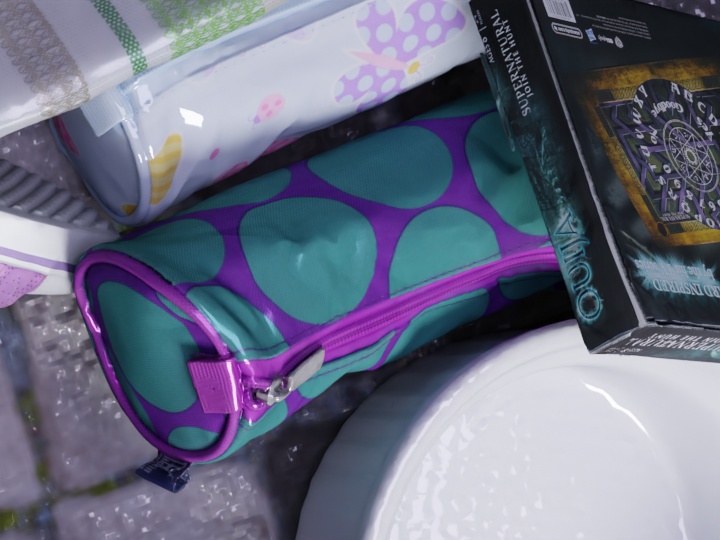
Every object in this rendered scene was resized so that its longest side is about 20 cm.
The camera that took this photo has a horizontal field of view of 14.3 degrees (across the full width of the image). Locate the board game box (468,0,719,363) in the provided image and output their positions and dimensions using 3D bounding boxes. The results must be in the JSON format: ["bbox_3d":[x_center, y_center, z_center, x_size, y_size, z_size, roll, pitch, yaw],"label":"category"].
[{"bbox_3d":[0.127,-0.030,1.038,0.200,0.028,0.136,7,60,-50],"label":"board game box"}]

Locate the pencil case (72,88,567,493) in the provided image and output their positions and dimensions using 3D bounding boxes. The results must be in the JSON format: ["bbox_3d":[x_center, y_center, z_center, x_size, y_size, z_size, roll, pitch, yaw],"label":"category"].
[{"bbox_3d":[0.000,0.000,1.005,0.200,0.092,0.085,-25,132,-35],"label":"pencil case"}]

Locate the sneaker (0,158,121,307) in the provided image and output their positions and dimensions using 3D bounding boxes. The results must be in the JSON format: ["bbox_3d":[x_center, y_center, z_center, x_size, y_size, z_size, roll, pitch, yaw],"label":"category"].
[{"bbox_3d":[-0.185,0.008,0.970,0.200,0.073,0.115,9,108,-29],"label":"sneaker"}]

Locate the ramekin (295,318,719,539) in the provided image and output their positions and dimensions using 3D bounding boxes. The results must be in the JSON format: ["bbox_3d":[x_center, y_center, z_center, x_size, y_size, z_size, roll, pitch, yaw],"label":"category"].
[{"bbox_3d":[0.072,0.115,1.058,0.200,0.098,0.201,-1,91,-24],"label":"ramekin"}]

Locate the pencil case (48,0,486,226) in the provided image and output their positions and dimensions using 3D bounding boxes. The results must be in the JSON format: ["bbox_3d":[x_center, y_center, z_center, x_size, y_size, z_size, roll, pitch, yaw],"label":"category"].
[{"bbox_3d":[-0.017,-0.089,1.017,0.200,0.091,0.083,-26,102,-20],"label":"pencil case"}]

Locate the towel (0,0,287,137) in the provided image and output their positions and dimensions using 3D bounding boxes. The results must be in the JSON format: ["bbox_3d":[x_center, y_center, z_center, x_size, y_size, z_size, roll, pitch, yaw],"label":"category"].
[{"bbox_3d":[-0.107,-0.123,0.963,0.200,0.031,0.149,-28,61,-21],"label":"towel"}]
